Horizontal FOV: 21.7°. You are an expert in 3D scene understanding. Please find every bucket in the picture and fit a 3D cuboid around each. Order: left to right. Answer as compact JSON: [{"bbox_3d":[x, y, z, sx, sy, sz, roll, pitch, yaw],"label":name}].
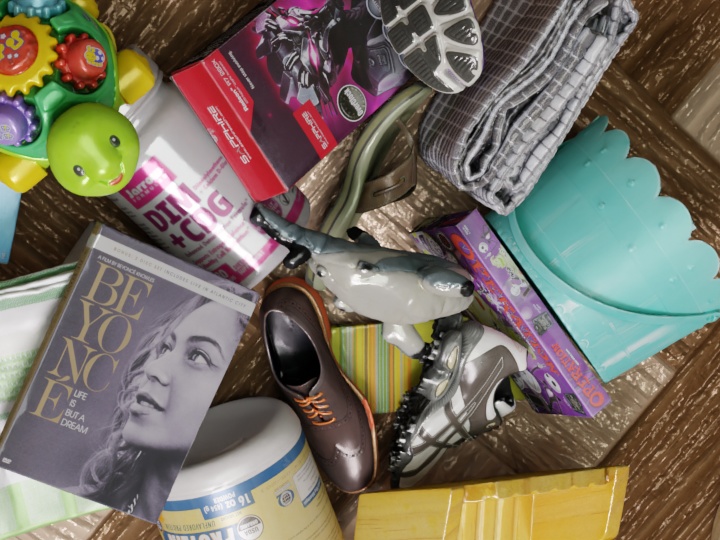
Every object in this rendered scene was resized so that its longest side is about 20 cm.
[{"bbox_3d":[0.207,-0.015,1.587,0.135,0.207,0.208,-37,109,2],"label":"bucket"}]

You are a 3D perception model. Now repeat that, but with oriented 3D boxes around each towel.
[{"bbox_3d":[-0.245,0.102,1.458,0.148,0.031,0.201,-14,106,-8],"label":"towel"},{"bbox_3d":[0.067,0.081,1.669,0.199,0.018,0.087,-4,109,-13],"label":"towel"},{"bbox_3d":[0.130,-0.155,1.550,0.085,0.166,0.201,32,94,-12],"label":"towel"}]

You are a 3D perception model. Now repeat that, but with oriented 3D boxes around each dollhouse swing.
[{"bbox_3d":[0.114,0.267,1.618,0.199,0.181,0.177,-1,83,-36],"label":"dollhouse swing"}]

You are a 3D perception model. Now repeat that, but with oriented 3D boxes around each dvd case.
[{"bbox_3d":[-0.180,0.082,1.453,0.148,0.016,0.201,25,88,-30],"label":"dvd case"}]

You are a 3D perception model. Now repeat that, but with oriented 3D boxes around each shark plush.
[{"bbox_3d":[0.000,0.000,1.519,0.199,0.084,0.091,13,131,-10],"label":"shark plush"}]

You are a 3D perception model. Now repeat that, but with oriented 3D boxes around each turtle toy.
[{"bbox_3d":[-0.232,-0.133,1.402,0.146,0.101,0.200,-40,72,-2],"label":"turtle toy"}]

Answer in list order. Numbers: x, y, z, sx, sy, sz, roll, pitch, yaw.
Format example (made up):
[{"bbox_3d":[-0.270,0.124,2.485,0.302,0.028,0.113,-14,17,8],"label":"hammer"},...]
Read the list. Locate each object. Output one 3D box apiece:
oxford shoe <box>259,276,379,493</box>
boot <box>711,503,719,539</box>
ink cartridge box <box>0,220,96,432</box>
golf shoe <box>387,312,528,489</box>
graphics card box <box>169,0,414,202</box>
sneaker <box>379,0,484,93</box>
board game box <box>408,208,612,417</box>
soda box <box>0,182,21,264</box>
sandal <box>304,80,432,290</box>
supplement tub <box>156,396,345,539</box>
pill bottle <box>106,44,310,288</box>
[{"bbox_3d":[-0.042,0.109,1.608,0.071,0.073,0.201,-20,103,16],"label":"oxford shoe"},{"bbox_3d":[0.408,0.281,1.777,0.143,0.071,0.202,-4,107,-19],"label":"boot"},{"bbox_3d":[-0.219,0.086,1.542,0.128,0.125,0.200,33,93,-18],"label":"ink cartridge box"},{"bbox_3d":[0.081,0.126,1.612,0.094,0.078,0.201,14,134,-8],"label":"golf shoe"},{"bbox_3d":[-0.045,-0.163,1.514,0.200,0.051,0.126,-44,107,-35],"label":"graphics card box"},{"bbox_3d":[0.059,-0.240,1.524,0.083,0.080,0.201,-6,70,-51],"label":"sneaker"},{"bbox_3d":[0.125,0.038,1.600,0.032,0.120,0.200,-39,99,-20],"label":"board game box"},{"bbox_3d":[-0.299,-0.112,1.509,0.067,0.064,0.201,10,100,-16],"label":"soda box"},{"bbox_3d":[0.016,-0.069,1.584,0.057,0.080,0.202,28,105,9],"label":"sandal"},{"bbox_3d":[-0.091,0.225,1.595,0.144,0.145,0.201,-23,107,-7],"label":"supplement tub"},{"bbox_3d":[-0.145,-0.081,1.527,0.113,0.113,0.200,-46,108,0],"label":"pill bottle"}]
